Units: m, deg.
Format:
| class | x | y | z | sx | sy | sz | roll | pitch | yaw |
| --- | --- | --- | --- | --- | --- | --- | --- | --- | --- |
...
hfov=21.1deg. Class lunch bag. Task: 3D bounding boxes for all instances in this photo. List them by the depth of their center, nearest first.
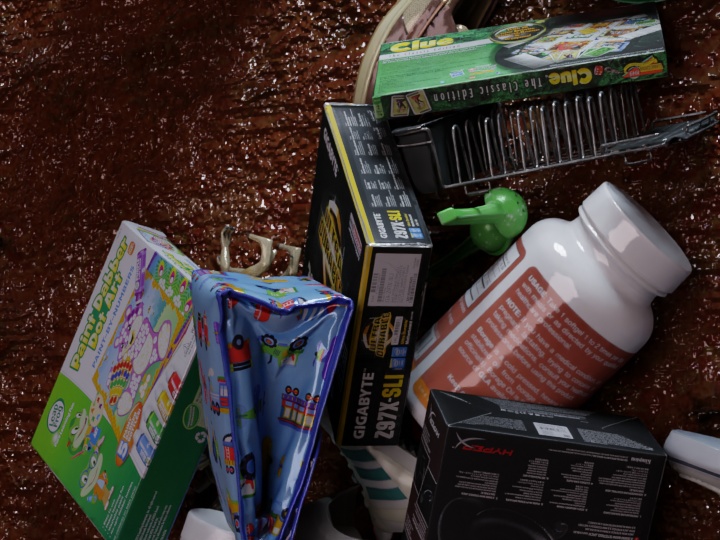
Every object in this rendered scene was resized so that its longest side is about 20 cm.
| class | x | y | z | sx | sy | sz | roll | pitch | yaw |
| --- | --- | --- | --- | --- | --- | --- | --- | --- | --- |
| lunch bag | -0.069 | 0.107 | 1.290 | 0.093 | 0.151 | 0.202 | 4 | 94 | -11 |

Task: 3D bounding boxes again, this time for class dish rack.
| class | x | y | z | sx | sy | sz | roll | pitch | yaw |
| --- | --- | --- | --- | --- | --- | --- | --- | --- | --- |
| dish rack | 0.138 | -0.095 | 1.309 | 0.198 | 0.153 | 0.055 | -9 | 98 | 24 |

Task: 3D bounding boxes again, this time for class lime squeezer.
| class | x | y | z | sx | sy | sz | roll | pitch | yaw |
| --- | --- | --- | --- | --- | --- | --- | --- | --- | --- |
| lime squeezer | 0.082 | -0.023 | 1.337 | 0.070 | 0.200 | 0.038 | -39 | 83 | -9 |

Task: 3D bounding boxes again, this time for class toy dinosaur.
| class | x | y | z | sx | sy | sz | roll | pitch | yaw |
| --- | --- | --- | --- | --- | --- | --- | --- | --- | --- |
| toy dinosaur | -0.078 | 0.026 | 1.464 | 0.199 | 0.058 | 0.102 | 18 | 92 | 54 |

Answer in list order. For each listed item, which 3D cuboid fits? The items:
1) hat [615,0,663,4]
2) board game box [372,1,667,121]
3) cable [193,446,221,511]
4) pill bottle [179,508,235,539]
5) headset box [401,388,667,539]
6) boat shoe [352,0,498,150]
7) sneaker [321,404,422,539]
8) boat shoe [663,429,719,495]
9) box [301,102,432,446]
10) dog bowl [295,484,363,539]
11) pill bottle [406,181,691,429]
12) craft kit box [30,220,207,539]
| class | x | y | z | sx | sy | sz | roll | pitch | yaw |
| --- | --- | --- | --- | --- | --- | --- | --- | --- | --- |
| hat | 0.162 | -0.277 | 1.307 | 0.200 | 0.176 | 0.166 | -45 | 64 | 16 |
| board game box | 0.109 | -0.145 | 1.332 | 0.198 | 0.105 | 0.024 | -8 | 118 | 9 |
| cable | -0.052 | 0.106 | 1.463 | 0.199 | 0.050 | 0.098 | -27 | 63 | 11 |
| pill bottle | -0.117 | 0.284 | 1.420 | 0.111 | 0.112 | 0.202 | 18 | 92 | 30 |
| headset box | 0.103 | 0.192 | 1.268 | 0.147 | 0.077 | 0.202 | 8 | 105 | -9 |
| boat shoe | 0.061 | -0.168 | 1.414 | 0.072 | 0.072 | 0.201 | 28 | 90 | 31 |
| sneaker | 0.014 | 0.144 | 1.380 | 0.199 | 0.070 | 0.094 | 34 | 115 | 16 |
| boat shoe | 0.278 | 0.173 | 1.240 | 0.201 | 0.075 | 0.087 | 22 | 96 | 21 |
| box | 0.000 | 0.000 | 1.337 | 0.201 | 0.049 | 0.161 | -106 | 19 | -56 |
| dog bowl | -0.017 | 0.249 | 1.319 | 0.058 | 0.200 | 0.202 | -6 | 77 | -6 |
| pill bottle | 0.126 | 0.039 | 1.319 | 0.200 | 0.112 | 0.112 | -45 | 64 | 16 |
| craft kit box | -0.168 | 0.086 | 1.470 | 0.197 | 0.048 | 0.201 | 35 | 104 | 59 |
